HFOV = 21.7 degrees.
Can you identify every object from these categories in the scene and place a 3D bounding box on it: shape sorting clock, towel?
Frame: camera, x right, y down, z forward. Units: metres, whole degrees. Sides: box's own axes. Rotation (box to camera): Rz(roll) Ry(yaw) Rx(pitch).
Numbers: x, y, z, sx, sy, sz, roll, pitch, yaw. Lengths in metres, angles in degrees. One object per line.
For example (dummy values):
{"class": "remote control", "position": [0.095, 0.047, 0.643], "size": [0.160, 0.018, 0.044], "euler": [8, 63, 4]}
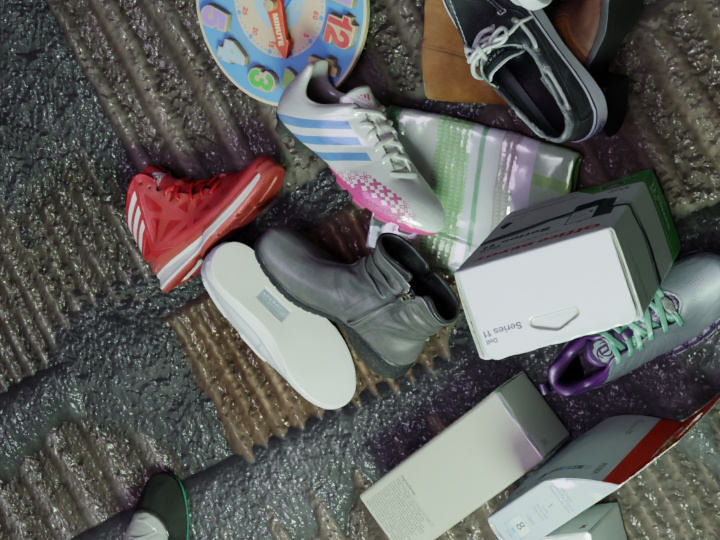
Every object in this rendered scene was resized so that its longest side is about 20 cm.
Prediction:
{"class": "shape sorting clock", "position": [-0.077, -0.254, 1.774], "size": [0.199, 0.039, 0.201], "euler": [9, 108, 28]}
{"class": "towel", "position": [0.101, -0.062, 1.733], "size": [0.199, 0.031, 0.150], "euler": [16, 113, 26]}

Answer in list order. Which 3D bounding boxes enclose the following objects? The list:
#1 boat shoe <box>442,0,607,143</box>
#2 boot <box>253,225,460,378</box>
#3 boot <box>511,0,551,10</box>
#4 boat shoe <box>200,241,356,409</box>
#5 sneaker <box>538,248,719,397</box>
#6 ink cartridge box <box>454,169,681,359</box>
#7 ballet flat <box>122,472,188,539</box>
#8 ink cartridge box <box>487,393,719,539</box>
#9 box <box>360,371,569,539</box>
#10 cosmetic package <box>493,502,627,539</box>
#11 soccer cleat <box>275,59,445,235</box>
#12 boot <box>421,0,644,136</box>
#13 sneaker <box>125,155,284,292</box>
{"class": "boat shoe", "position": [0.124, -0.185, 1.595], "size": [0.200, 0.068, 0.074], "euler": [56, 130, 16]}
{"class": "boot", "position": [0.000, 0.000, 1.769], "size": [0.200, 0.070, 0.132], "euler": [38, 140, 3]}
{"class": "boot", "position": [0.103, -0.298, 1.609], "size": [0.095, 0.073, 0.201], "euler": [-24, 62, 31]}
{"class": "boat shoe", "position": [-0.086, 0.058, 1.856], "size": [0.200, 0.072, 0.068], "euler": [43, 160, -9]}
{"class": "sneaker", "position": [0.246, 0.056, 1.648], "size": [0.200, 0.087, 0.075], "euler": [-40, 83, 33]}
{"class": "ink cartridge box", "position": [0.178, -0.007, 1.587], "size": [0.146, 0.200, 0.084], "euler": [-17, 101, 22]}
{"class": "ballet flat", "position": [-0.226, 0.317, 2.013], "size": [0.068, 0.068, 0.201], "euler": [16, 112, 26]}
{"class": "ink cartridge box", "position": [0.220, 0.159, 1.650], "size": [0.200, 0.160, 0.047], "euler": [-41, 84, 32]}
{"class": "box", "position": [0.098, 0.186, 1.785], "size": [0.200, 0.068, 0.082], "euler": [-39, 84, 32]}
{"class": "cosmetic package", "position": [0.205, 0.328, 1.754], "size": [0.107, 0.085, 0.201], "euler": [-9, 99, 31]}
{"class": "soccer cleat", "position": [0.006, -0.114, 1.715], "size": [0.200, 0.070, 0.087], "euler": [39, 119, 15]}
{"class": "boot", "position": [0.148, -0.225, 1.652], "size": [0.199, 0.068, 0.189], "euler": [18, 120, 33]}
{"class": "sneaker", "position": [-0.169, -0.075, 1.859], "size": [0.200, 0.078, 0.116], "euler": [-43, 83, 31]}
